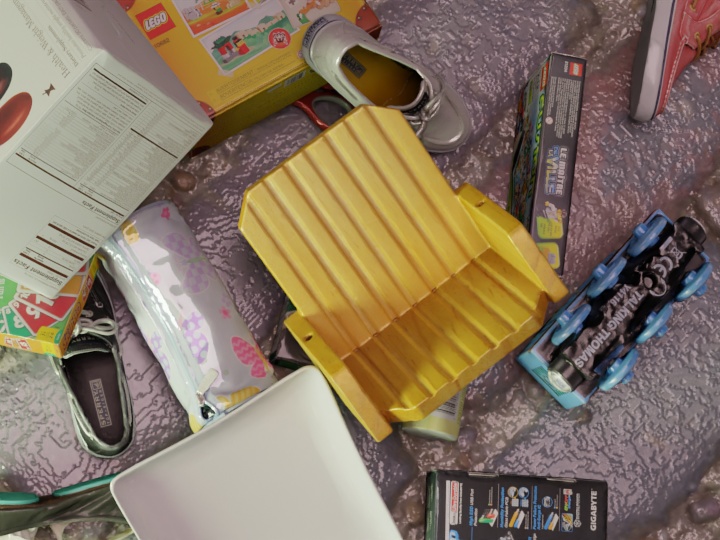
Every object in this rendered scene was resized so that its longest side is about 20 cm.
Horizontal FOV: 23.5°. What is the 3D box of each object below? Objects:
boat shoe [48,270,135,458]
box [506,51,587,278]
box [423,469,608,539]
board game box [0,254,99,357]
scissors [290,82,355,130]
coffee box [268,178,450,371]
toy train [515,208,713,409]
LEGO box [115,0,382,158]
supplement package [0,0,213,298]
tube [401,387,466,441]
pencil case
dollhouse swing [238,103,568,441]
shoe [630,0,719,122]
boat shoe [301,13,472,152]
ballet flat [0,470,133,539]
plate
[{"bbox_3d":[-0.238,0.061,1.470,0.073,0.068,0.201,-11,80,-12],"label":"boat shoe"},{"bbox_3d":[0.161,-0.082,1.549,0.034,0.110,0.202,10,76,-8],"label":"box"},{"bbox_3d":[0.133,0.277,1.502,0.158,0.046,0.202,4,78,-9],"label":"box"},{"bbox_3d":[-0.328,0.010,1.448,0.198,0.030,0.096,10,55,11],"label":"board game box"},{"bbox_3d":[-0.088,-0.174,1.576,0.198,0.014,0.074,13,76,-5],"label":"scissors"},{"bbox_3d":[0.000,0.000,1.537,0.122,0.044,0.201,16,76,-6],"label":"coffee box"},{"bbox_3d":[0.228,0.032,1.535,0.087,0.114,0.200,43,75,-3],"label":"toy train"},{"bbox_3d":[-0.104,-0.217,1.538,0.199,0.077,0.149,-30,78,-15],"label":"LEGO box"},{"bbox_3d":[-0.266,-0.128,1.393,0.200,0.147,0.191,-46,53,9],"label":"supplement package"},{"bbox_3d":[0.079,0.049,1.538,0.052,0.058,0.202,12,78,-2],"label":"tube"},{"bbox_3d":[-0.152,0.040,1.480,0.090,0.083,0.201,-21,80,-51],"label":"pencil case"},{"bbox_3d":[0.024,-0.012,1.420,0.199,0.182,0.176,-36,119,-6],"label":"dollhouse swing"},{"bbox_3d":[0.313,-0.226,1.624,0.090,0.072,0.201,14,72,-1],"label":"shoe"},{"bbox_3d":[0.041,-0.151,1.509,0.202,0.086,0.075,35,95,-40],"label":"boat shoe"},{"bbox_3d":[-0.260,0.209,1.438,0.198,0.068,0.069,-6,88,-11],"label":"ballet flat"},{"bbox_3d":[-0.085,0.205,1.454,0.199,0.032,0.201,-30,109,-11],"label":"plate"}]
